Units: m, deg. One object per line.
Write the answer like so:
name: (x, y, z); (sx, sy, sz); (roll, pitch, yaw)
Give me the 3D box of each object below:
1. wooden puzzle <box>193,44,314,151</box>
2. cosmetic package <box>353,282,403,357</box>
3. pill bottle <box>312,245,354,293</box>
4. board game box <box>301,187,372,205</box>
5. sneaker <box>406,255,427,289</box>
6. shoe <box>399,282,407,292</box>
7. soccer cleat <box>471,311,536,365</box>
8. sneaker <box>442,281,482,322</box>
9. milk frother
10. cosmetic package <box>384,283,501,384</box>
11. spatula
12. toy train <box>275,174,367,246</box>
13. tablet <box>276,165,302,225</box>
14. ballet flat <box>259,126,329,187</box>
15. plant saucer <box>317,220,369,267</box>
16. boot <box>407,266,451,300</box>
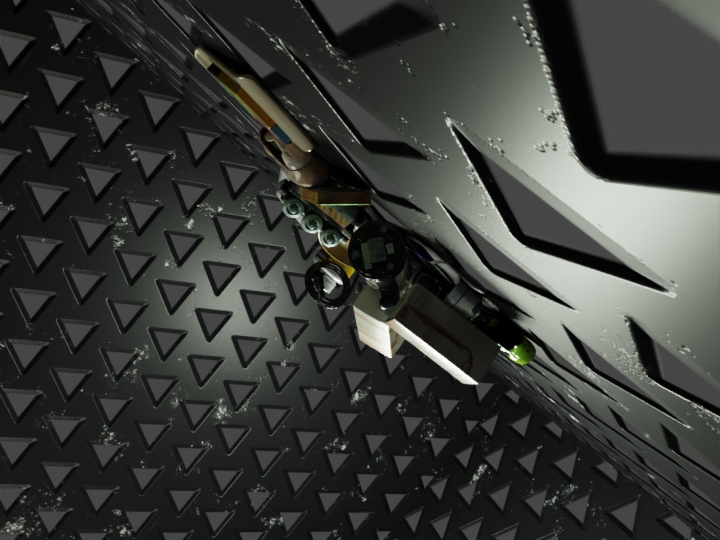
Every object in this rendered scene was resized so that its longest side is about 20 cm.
wooden puzzle: (-0.183, -0.283, 1.023); (0.200, 0.037, 0.185); (39, 178, 43)
cosmetic package: (0.052, 0.116, 1.449); (0.103, 0.088, 0.201); (28, 157, 21)
pill bottle: (-0.050, -0.042, 1.618); (0.109, 0.201, 0.109); (39, 178, 1)
board game box: (-0.047, -0.136, 1.109); (0.094, 0.030, 0.200); (-2, -167, -14)
sneaker: (0.131, 0.048, 1.445); (0.200, 0.109, 0.070); (42, 177, -41)
shoe: (0.104, 0.022, 1.536); (0.053, 0.070, 0.200); (39, -156, -5)
soccer cleat: (0.261, 0.116, 1.205); (0.199, 0.068, 0.081); (30, 161, 48)
sneaker: (0.198, 0.075, 1.209); (0.071, 0.073, 0.200); (43, 179, 9)
milk frother: (0.000, 0.000, 1.284); (0.197, 0.183, 0.188); (6, 172, 9)
cosmetic package: (0.154, 0.122, 1.162); (0.199, 0.088, 0.103); (37, 167, 0)
spatula: (0.146, -0.008, 1.045); (0.056, 0.021, 0.200); (25, -173, -41)
toy train: (-0.077, -0.135, 1.264); (0.199, 0.114, 0.086); (38, -151, -27)
tablet: (-0.141, -0.183, 1.371); (0.130, 0.014, 0.200); (49, 152, 13)
ballet flat: (-0.136, -0.222, 1.164); (0.199, 0.068, 0.067); (37, 170, 38)
plant saucer: (-0.004, -0.069, 1.459); (0.198, 0.036, 0.201); (16, 149, 10)
boot: (0.202, 0.075, 1.359); (0.153, 0.074, 0.204); (32, 171, 41)
